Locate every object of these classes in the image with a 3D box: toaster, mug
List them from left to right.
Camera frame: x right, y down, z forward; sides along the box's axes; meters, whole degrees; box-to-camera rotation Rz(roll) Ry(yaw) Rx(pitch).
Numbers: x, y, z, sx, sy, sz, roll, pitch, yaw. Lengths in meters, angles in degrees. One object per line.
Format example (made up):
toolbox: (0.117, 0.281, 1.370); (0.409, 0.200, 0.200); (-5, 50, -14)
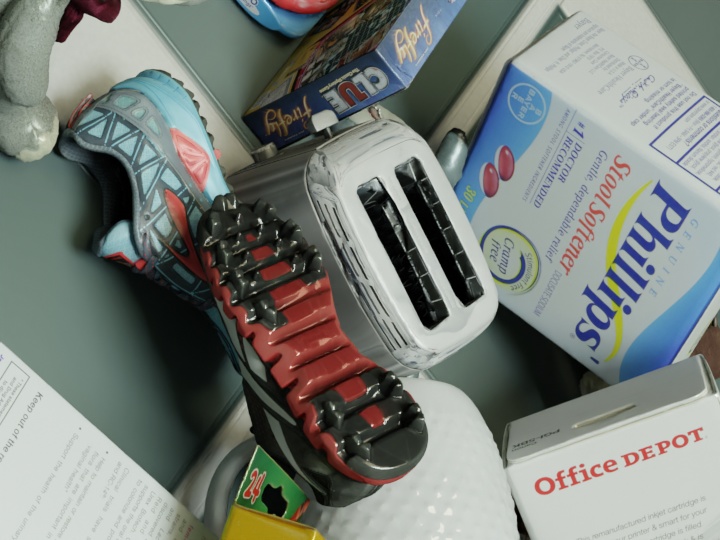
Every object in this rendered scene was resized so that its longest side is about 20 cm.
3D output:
toaster: (0.000, 0.000, 1.058); (0.113, 0.129, 0.201); (-28, 93, -39)
mug: (0.001, 0.159, 1.009); (0.198, 0.148, 0.177); (8, 65, -19)

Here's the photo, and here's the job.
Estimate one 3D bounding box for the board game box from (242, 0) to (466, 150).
board game box: (0.016, -0.172, 1.142); (0.035, 0.135, 0.200); (49, 48, -19)

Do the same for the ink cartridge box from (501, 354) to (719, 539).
ink cartridge box: (0.194, 0.175, 1.085); (0.083, 0.146, 0.201); (-69, 137, -73)

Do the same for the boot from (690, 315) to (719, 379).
boot: (0.223, 0.020, 1.336); (0.166, 0.072, 0.202); (-24, 93, -55)

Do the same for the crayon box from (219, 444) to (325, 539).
crayon box: (-0.054, 0.205, 0.866); (0.127, 0.050, 0.202); (61, 46, -67)

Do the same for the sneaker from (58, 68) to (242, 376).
sneaker: (-0.119, -0.016, 1.011); (0.095, 0.079, 0.201); (-28, 89, -31)

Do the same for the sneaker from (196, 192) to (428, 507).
sneaker: (-0.041, 0.051, 0.951); (0.070, 0.098, 0.201); (-20, 65, -33)

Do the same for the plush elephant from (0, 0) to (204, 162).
plush elephant: (-0.151, -0.179, 0.918); (0.200, 0.153, 0.166); (71, 17, -64)

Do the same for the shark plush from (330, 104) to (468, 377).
shark plush: (0.019, -0.016, 1.166); (0.083, 0.091, 0.202); (-4, 98, -25)

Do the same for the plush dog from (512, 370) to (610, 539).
plush dog: (0.198, 0.181, 1.186); (0.171, 0.160, 0.201); (-32, 103, -6)

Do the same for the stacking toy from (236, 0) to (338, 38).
stacking toy: (-0.003, -0.248, 1.104); (0.116, 0.199, 0.110); (50, 47, -19)

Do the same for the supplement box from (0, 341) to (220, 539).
supplement box: (-0.171, 0.141, 0.866); (0.200, 0.101, 0.104); (44, 49, -23)

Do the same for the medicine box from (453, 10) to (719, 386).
medicine box: (0.175, -0.043, 1.163); (0.199, 0.183, 0.103); (37, 44, 16)
